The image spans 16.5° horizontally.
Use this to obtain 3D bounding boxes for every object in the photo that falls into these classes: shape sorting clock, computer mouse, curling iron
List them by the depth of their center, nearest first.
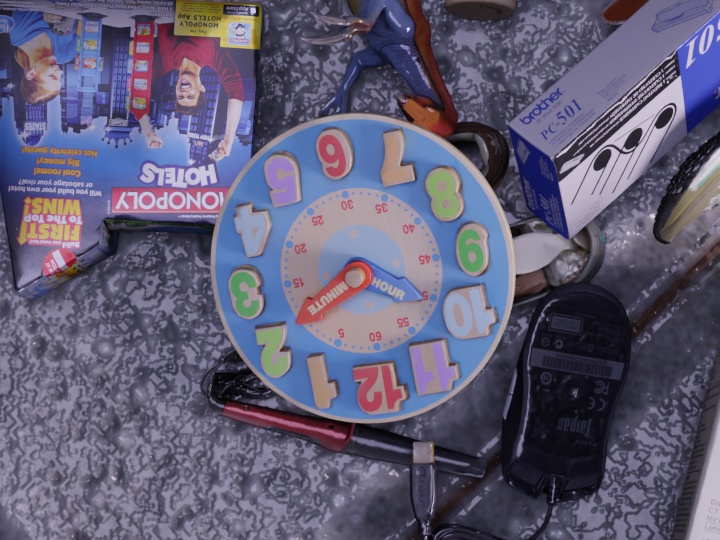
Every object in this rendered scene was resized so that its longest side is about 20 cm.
[{"bbox_3d":[0.000,0.000,1.577,0.198,0.039,0.202,3,105,11],"label":"shape sorting clock"},{"bbox_3d":[0.100,0.105,1.612,0.139,0.046,0.202,4,93,-11],"label":"computer mouse"},{"bbox_3d":[-0.011,0.099,1.635,0.199,0.026,0.050,20,88,5],"label":"curling iron"}]

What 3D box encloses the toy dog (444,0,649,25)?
[{"bbox_3d":[0.146,-0.218,1.623,0.199,0.096,0.133,-16,83,2],"label":"toy dog"}]

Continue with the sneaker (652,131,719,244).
[{"bbox_3d":[0.281,-0.070,1.615,0.200,0.077,0.089,-37,91,1],"label":"sneaker"}]

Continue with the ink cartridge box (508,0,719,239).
[{"bbox_3d":[0.184,-0.118,1.587,0.200,0.094,0.044,-41,58,-15],"label":"ink cartridge box"}]

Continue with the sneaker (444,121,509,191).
[{"bbox_3d":[0.002,-0.051,1.625,0.199,0.076,0.071,-25,83,0],"label":"sneaker"}]

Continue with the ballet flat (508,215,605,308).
[{"bbox_3d":[0.064,0.005,1.621,0.199,0.064,0.068,-19,83,2],"label":"ballet flat"}]

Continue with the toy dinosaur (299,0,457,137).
[{"bbox_3d":[0.017,-0.174,1.613,0.181,0.105,0.200,40,87,14],"label":"toy dinosaur"}]

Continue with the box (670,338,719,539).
[{"bbox_3d":[0.269,0.113,1.565,0.108,0.128,0.201,15,85,5],"label":"box"}]

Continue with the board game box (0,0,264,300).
[{"bbox_3d":[-0.166,-0.079,1.645,0.198,0.062,0.201,4,85,5],"label":"board game box"}]
